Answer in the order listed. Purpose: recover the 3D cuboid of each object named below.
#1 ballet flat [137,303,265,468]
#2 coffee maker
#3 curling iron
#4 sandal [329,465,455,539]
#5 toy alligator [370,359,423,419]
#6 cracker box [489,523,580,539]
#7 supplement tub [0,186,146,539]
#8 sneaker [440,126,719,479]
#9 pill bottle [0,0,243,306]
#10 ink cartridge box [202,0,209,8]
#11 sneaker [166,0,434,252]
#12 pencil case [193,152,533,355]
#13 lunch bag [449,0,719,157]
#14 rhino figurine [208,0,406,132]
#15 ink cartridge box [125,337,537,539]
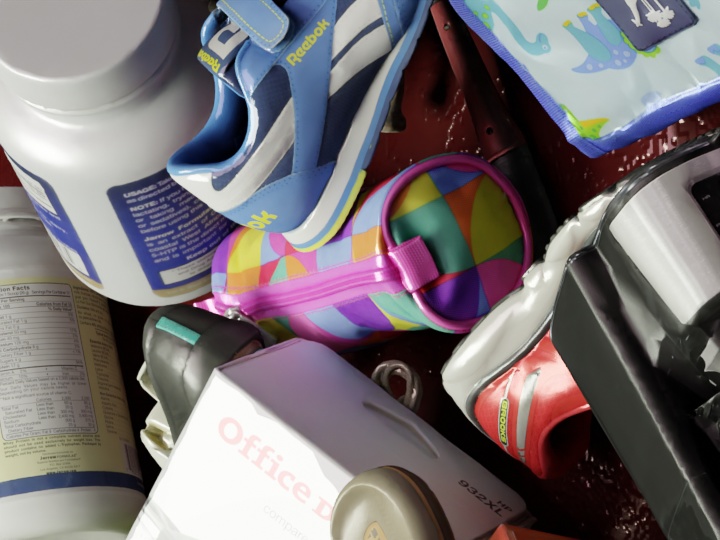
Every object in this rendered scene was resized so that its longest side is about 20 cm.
[{"bbox_3d":[-0.074,0.071,1.321,0.068,0.068,0.200,29,153,17],"label":"ballet flat"},{"bbox_3d":[0.156,0.074,1.002,0.192,0.135,0.200,-55,49,40],"label":"coffee maker"},{"bbox_3d":[0.069,-0.061,1.214,0.050,0.026,0.200,-37,61,51],"label":"curling iron"},{"bbox_3d":[0.021,0.163,1.071,0.080,0.054,0.200,-53,45,33],"label":"sandal"},{"bbox_3d":[0.013,0.133,1.274,0.059,0.054,0.200,19,108,25],"label":"toy alligator"},{"bbox_3d":[0.051,0.225,1.110,0.200,0.058,0.134,-56,36,27],"label":"cracker box"},{"bbox_3d":[-0.206,0.067,1.501,0.145,0.145,0.200,-33,64,50],"label":"supplement tub"},{"bbox_3d":[0.119,0.015,1.126,0.085,0.077,0.200,48,130,12],"label":"sneaker"},{"bbox_3d":[-0.116,-0.077,1.292,0.200,0.120,0.120,73,174,-61],"label":"pill bottle"},{"bbox_3d":[-0.120,-0.233,1.379,0.146,0.085,0.200,2,78,63],"label":"ink cartridge box"},{"bbox_3d":[-0.022,-0.108,1.168,0.074,0.082,0.200,-133,60,-67],"label":"sneaker"},{"bbox_3d":[0.000,0.000,1.247,0.200,0.088,0.089,-19,75,60],"label":"pencil case"},{"bbox_3d":[0.116,-0.163,1.075,0.170,0.127,0.200,-25,83,50],"label":"lunch bag"},{"bbox_3d":[-0.033,-0.137,1.328,0.200,0.060,0.088,35,119,55],"label":"rhino figurine"},{"bbox_3d":[-0.035,0.155,1.224,0.145,0.084,0.200,37,114,19],"label":"ink cartridge box"}]
